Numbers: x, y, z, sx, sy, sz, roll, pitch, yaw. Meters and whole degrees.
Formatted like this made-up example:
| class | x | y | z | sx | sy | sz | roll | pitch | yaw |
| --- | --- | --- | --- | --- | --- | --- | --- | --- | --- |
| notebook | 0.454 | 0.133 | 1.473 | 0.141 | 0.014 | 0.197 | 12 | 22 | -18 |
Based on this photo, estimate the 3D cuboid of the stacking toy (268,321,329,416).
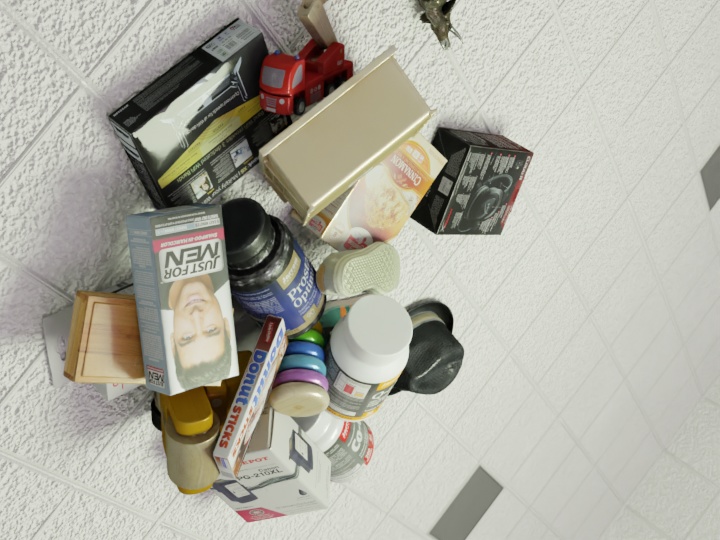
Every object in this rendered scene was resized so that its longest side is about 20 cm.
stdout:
| class | x | y | z | sx | sy | sz | roll | pitch | yaw |
| --- | --- | --- | --- | --- | --- | --- | --- | --- | --- |
| stacking toy | -0.085 | 0.098 | 1.457 | 0.084 | 0.203 | 0.086 | -1 | 150 | 0 |

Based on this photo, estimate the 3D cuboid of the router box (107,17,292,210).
| class | x | y | z | sx | sy | sz | roll | pitch | yaw |
| --- | --- | --- | --- | --- | --- | --- | --- | --- | --- |
| router box | -0.180 | -0.172 | 1.220 | 0.199 | 0.052 | 0.158 | -41 | 143 | -19 |

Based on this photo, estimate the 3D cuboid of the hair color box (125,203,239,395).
| class | x | y | z | sx | sy | sz | roll | pitch | yaw |
| --- | --- | --- | --- | --- | --- | --- | --- | --- | --- |
| hair color box | -0.204 | 0.031 | 1.194 | 0.098 | 0.060 | 0.204 | -13 | 103 | -40 |

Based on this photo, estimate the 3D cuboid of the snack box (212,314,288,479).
| class | x | y | z | sx | sy | sz | roll | pitch | yaw |
| --- | --- | --- | --- | --- | --- | --- | --- | --- | --- |
| snack box | -0.139 | 0.161 | 1.331 | 0.072 | 0.024 | 0.203 | 84 | 22 | -58 |

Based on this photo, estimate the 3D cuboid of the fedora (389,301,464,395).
| class | x | y | z | sx | sy | sz | roll | pitch | yaw |
| --- | --- | --- | --- | --- | --- | --- | --- | --- | --- |
| fedora | 0.111 | 0.152 | 1.778 | 0.199 | 0.091 | 0.203 | -29 | 136 | -32 |

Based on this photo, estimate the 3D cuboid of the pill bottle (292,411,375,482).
| class | x | y | z | sx | sy | sz | roll | pitch | yaw |
| --- | --- | --- | --- | --- | --- | --- | --- | --- | --- |
| pill bottle | -0.061 | 0.253 | 1.640 | 0.114 | 0.113 | 0.200 | -49 | 145 | -8 |

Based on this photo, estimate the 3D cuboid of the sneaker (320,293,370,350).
| class | x | y | z | sx | sy | sz | roll | pitch | yaw |
| --- | --- | --- | --- | --- | --- | --- | --- | --- | --- |
| sneaker | -0.010 | 0.092 | 1.599 | 0.198 | 0.080 | 0.072 | -19 | 134 | -39 |

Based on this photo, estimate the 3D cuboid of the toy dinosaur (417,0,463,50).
| class | x | y | z | sx | sy | sz | roll | pitch | yaw |
| --- | --- | --- | --- | --- | --- | --- | --- | --- | --- |
| toy dinosaur | 0.109 | -0.402 | 1.376 | 0.102 | 0.076 | 0.203 | -12 | 122 | -59 |

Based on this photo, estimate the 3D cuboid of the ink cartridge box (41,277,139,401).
| class | x | y | z | sx | sy | sz | roll | pitch | yaw |
| --- | --- | --- | --- | --- | --- | --- | --- | --- | --- |
| ink cartridge box | -0.284 | 0.079 | 1.284 | 0.198 | 0.066 | 0.117 | -27 | 135 | -34 |

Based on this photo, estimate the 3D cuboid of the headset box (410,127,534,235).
| class | x | y | z | sx | sy | sz | roll | pitch | yaw |
| --- | --- | --- | --- | --- | --- | --- | --- | --- | --- |
| headset box | 0.181 | -0.138 | 1.647 | 0.198 | 0.077 | 0.151 | -4 | 121 | -49 |

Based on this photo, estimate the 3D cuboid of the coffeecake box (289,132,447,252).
| class | x | y | z | sx | sy | sz | roll | pitch | yaw |
| --- | --- | --- | --- | --- | --- | --- | --- | --- | --- |
| coffeecake box | 0.014 | -0.118 | 1.471 | 0.202 | 0.073 | 0.153 | -56 | 145 | 1 |

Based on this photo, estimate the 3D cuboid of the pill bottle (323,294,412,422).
| class | x | y | z | sx | sy | sz | roll | pitch | yaw |
| --- | --- | --- | --- | --- | --- | --- | --- | --- | --- |
| pill bottle | 0.004 | 0.125 | 1.476 | 0.115 | 0.117 | 0.201 | -31 | 161 | -29 |

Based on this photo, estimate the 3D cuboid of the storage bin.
| class | x | y | z | sx | sy | sz | roll | pitch | yaw |
| --- | --- | --- | --- | --- | --- | --- | --- | --- | --- |
| storage bin | -0.020 | -0.158 | 1.280 | 0.199 | 0.094 | 0.199 | -39 | -178 | -6 |

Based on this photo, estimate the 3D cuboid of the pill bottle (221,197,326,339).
| class | x | y | z | sx | sy | sz | roll | pitch | yaw |
| --- | --- | --- | --- | --- | --- | --- | --- | --- | --- |
| pill bottle | -0.126 | -0.003 | 1.366 | 0.112 | 0.111 | 0.201 | -46 | 144 | -12 |

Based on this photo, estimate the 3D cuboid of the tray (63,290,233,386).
| class | x | y | z | sx | sy | sz | roll | pitch | yaw |
| --- | --- | --- | --- | --- | --- | --- | --- | --- | --- |
| tray | -0.247 | 0.083 | 1.230 | 0.198 | 0.037 | 0.101 | 7 | 96 | -43 |

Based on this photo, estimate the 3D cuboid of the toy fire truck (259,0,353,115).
| class | x | y | z | sx | sy | sz | roll | pitch | yaw |
| --- | --- | --- | --- | --- | --- | --- | --- | --- | --- |
| toy fire truck | -0.049 | -0.279 | 1.238 | 0.199 | 0.048 | 0.143 | -36 | 135 | -49 |

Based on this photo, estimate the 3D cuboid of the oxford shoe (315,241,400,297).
| class | x | y | z | sx | sy | sz | roll | pitch | yaw |
| --- | --- | --- | --- | --- | --- | --- | --- | --- | --- |
| oxford shoe | 0.000 | 0.000 | 1.446 | 0.199 | 0.057 | 0.077 | -11 | 99 | -61 |

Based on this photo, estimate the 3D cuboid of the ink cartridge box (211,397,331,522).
| class | x | y | z | sx | sy | sz | roll | pitch | yaw |
| --- | --- | --- | --- | --- | --- | --- | --- | --- | --- |
| ink cartridge box | -0.147 | 0.280 | 1.510 | 0.142 | 0.085 | 0.201 | -14 | 139 | 18 |

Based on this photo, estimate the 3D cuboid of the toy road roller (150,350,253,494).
| class | x | y | z | sx | sy | sz | roll | pitch | yaw |
| --- | --- | --- | --- | --- | --- | --- | --- | --- | --- |
| toy road roller | -0.195 | 0.179 | 1.358 | 0.143 | 0.201 | 0.125 | -9 | 127 | -18 |
